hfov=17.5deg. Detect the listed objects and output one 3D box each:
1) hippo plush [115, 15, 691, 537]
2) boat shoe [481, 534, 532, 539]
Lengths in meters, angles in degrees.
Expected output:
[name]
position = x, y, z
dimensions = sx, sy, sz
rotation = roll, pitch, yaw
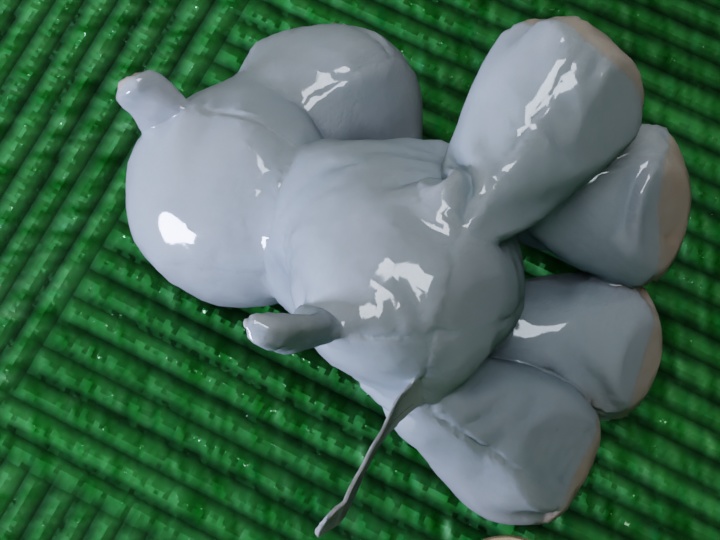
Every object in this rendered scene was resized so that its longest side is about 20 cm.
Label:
[hippo plush]
position = 0.000, 0.000, 0.795
dimensions = 0.160, 0.160, 0.200
rotation = 20, 50, 41
[boat shoe]
position = 0.003, 0.152, 0.740
dimensions = 0.073, 0.063, 0.200
rotation = 39, 62, 21
